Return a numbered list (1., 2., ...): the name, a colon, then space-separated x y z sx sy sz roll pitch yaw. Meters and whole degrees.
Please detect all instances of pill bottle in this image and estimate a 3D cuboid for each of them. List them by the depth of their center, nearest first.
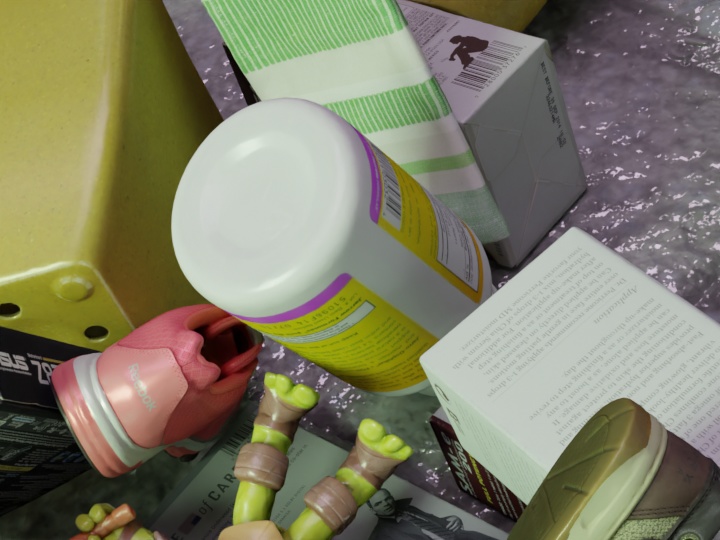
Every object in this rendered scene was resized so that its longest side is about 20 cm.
1. pill bottle: 0.000 0.000 0.847 0.103 0.200 0.105 -12 64 26

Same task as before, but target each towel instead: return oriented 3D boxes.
1. towel: -0.011 -0.098 0.938 0.023 0.201 0.152 -36 17 -31

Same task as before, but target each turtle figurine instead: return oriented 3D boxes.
1. turtle figurine: -0.040 0.140 0.793 0.199 0.065 0.162 24 73 25

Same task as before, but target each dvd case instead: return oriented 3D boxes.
1. dvd case: -0.030 0.156 0.840 0.199 0.025 0.150 22 58 40

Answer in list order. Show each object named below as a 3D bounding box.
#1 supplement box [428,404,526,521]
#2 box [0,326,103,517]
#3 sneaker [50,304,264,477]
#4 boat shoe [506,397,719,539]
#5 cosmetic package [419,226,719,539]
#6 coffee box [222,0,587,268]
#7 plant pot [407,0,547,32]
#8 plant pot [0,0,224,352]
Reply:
1. supplement box: 0.141 0.089 0.804 0.199 0.061 0.109 24 61 41
2. box: -0.206 0.091 0.851 0.160 0.200 0.049 -31 76 10
3. sneaker: -0.079 0.053 0.863 0.086 0.074 0.200 -28 0 13
4. boat shoe: 0.068 0.145 0.635 0.202 0.066 0.072 -59 3 14
5. cosmetic package: 0.127 0.075 0.725 0.101 0.072 0.200 -38 44 -11
6. coffee box: 0.024 -0.092 1.009 0.199 0.114 0.080 23 58 41
7. plant pot: 0.051 -0.213 1.088 0.198 0.200 0.144 4 72 28
8. plant pot: -0.184 -0.029 0.991 0.192 0.196 0.201 -15 50 10
